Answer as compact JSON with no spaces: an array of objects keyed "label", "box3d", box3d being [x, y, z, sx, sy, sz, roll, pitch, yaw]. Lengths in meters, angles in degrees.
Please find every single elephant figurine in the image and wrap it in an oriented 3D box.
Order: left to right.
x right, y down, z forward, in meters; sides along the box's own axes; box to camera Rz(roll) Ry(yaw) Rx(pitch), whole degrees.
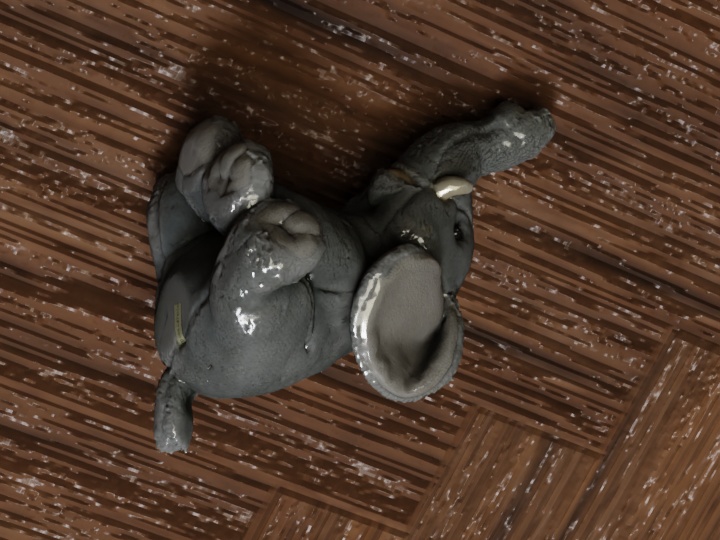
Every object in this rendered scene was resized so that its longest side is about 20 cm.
[{"label":"elephant figurine","box3d":[0.000,0.000,1.338,0.199,0.142,0.155,7,141,-33]}]
